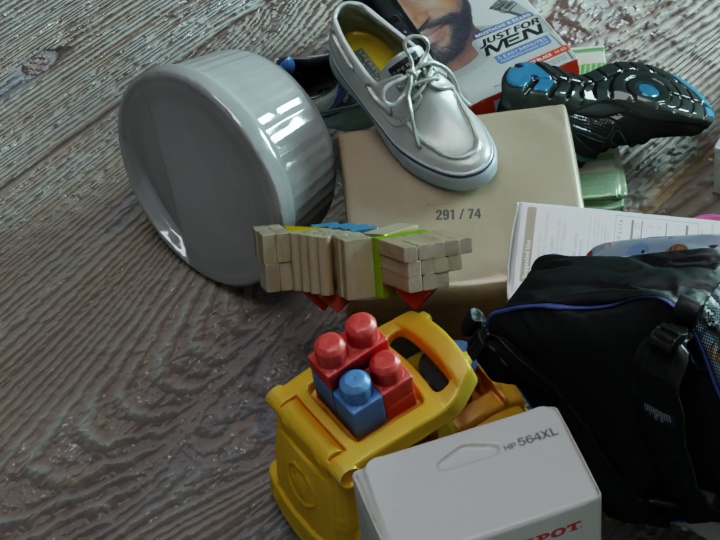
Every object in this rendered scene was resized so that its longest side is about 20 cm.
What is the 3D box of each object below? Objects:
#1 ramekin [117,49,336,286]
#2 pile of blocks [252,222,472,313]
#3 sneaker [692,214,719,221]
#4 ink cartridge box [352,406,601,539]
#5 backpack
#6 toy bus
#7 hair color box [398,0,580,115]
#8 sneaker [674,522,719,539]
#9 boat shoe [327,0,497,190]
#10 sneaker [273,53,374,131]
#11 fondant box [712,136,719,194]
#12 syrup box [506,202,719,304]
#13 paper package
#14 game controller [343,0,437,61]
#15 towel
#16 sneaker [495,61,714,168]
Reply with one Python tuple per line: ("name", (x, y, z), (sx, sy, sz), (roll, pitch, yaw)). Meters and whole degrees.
("ramekin", (-0.108, -0.095, 1.486), (0.202, 0.203, 0.094), (30, 47, 30))
("pile of blocks", (0.000, 0.000, 1.340), (0.199, 0.063, 0.082), (6, 15, 40))
("sneaker", (0.306, 0.055, 1.365), (0.081, 0.088, 0.201), (-25, 72, -3))
("ink cartridge box", (0.082, 0.201, 1.177), (0.145, 0.201, 0.085), (-17, 48, -8))
("backpack", (0.199, 0.075, 1.178), (0.199, 0.191, 0.154), (-1, 29, 48))
("toy bus", (0.029, 0.099, 1.286), (0.199, 0.193, 0.136), (-30, 49, -21))
("hair color box", (0.111, -0.206, 1.610), (0.110, 0.064, 0.200), (-25, 44, -8))
("sneaker", (0.230, 0.162, 1.293), (0.200, 0.087, 0.075), (50, 24, 23))
("boat shoe", (0.040, -0.154, 1.421), (0.074, 0.086, 0.202), (-30, 59, -14))
("sneaker", (-0.066, -0.155, 1.562), (0.199, 0.085, 0.078), (-23, 56, 26))
("fondant box", (0.415, -0.130, 1.534), (0.144, 0.058, 0.200), (21, 53, 24))
("syrup box", (0.209, 0.005, 1.300), (0.198, 0.079, 0.082), (5, 76, 7))
("paper package", (0.086, -0.029, 1.441), (0.199, 0.104, 0.192), (-7, 54, 4))
("game controller", (0.028, -0.202, 1.619), (0.042, 0.105, 0.200), (-20, 48, -10))
("towel", (0.160, -0.128, 1.591), (0.151, 0.023, 0.201), (-4, 49, 5))
("sneaker", (0.211, -0.135, 1.532), (0.199, 0.082, 0.073), (4, 37, -12))
